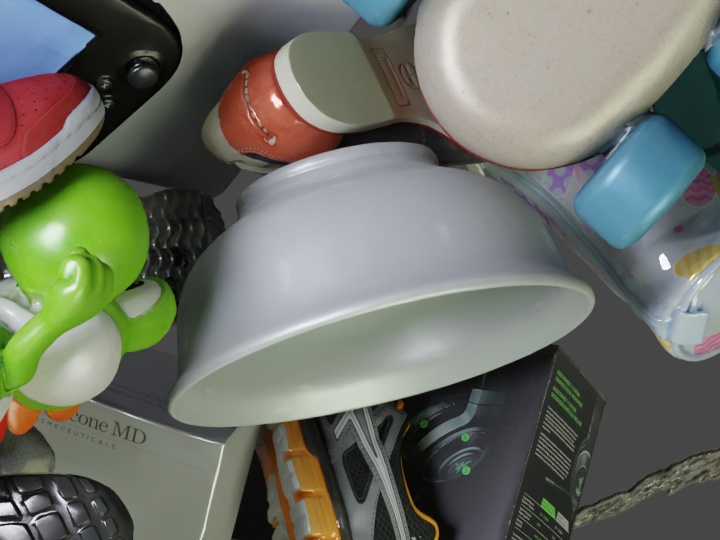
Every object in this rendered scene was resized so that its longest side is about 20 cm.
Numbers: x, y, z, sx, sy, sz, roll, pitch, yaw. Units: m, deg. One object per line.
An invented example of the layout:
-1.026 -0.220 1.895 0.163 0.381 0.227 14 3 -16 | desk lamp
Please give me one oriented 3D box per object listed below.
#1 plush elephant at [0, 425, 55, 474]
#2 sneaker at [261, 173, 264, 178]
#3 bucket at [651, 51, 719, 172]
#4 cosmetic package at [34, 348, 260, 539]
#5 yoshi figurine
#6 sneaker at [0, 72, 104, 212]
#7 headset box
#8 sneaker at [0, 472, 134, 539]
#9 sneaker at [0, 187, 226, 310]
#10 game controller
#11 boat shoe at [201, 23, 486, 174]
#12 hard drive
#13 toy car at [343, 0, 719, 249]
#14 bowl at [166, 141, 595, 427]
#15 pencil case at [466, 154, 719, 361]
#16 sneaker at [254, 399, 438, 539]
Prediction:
-0.255 0.073 0.979 0.155 0.165 0.200 -58 142 -35 | plush elephant
0.021 -0.010 1.207 0.074 0.088 0.200 -43 148 12 | sneaker
0.241 -0.121 1.169 0.135 0.207 0.207 -16 144 -18 | bucket
-0.128 0.142 1.163 0.081 0.113 0.200 -52 157 -66 | cosmetic package
-0.153 0.014 0.898 0.200 0.112 0.112 -24 162 -48 | yoshi figurine
-0.201 -0.062 0.877 0.200 0.071 0.113 -27 111 -22 | sneaker
0.022 0.121 1.240 0.093 0.174 0.200 44 58 -58 | headset box
-0.180 0.140 0.986 0.200 0.076 0.088 -30 177 14 | sneaker
-0.158 -0.002 1.042 0.099 0.070 0.200 -7 174 37 | sneaker
-0.168 -0.103 0.913 0.104 0.042 0.200 -45 133 18 | game controller
0.008 -0.074 1.083 0.063 0.071 0.200 -35 162 32 | boat shoe
-0.101 -0.101 1.029 0.200 0.027 0.132 12 125 -50 | hard drive
0.108 -0.127 1.097 0.177 0.184 0.200 -48 178 5 | toy car
0.000 0.000 1.040 0.201 0.090 0.201 -13 165 -3 | bowl
0.127 -0.042 1.165 0.091 0.200 0.083 -14 137 -42 | pencil case
-0.016 0.073 1.182 0.077 0.200 0.078 -4 154 -18 | sneaker
